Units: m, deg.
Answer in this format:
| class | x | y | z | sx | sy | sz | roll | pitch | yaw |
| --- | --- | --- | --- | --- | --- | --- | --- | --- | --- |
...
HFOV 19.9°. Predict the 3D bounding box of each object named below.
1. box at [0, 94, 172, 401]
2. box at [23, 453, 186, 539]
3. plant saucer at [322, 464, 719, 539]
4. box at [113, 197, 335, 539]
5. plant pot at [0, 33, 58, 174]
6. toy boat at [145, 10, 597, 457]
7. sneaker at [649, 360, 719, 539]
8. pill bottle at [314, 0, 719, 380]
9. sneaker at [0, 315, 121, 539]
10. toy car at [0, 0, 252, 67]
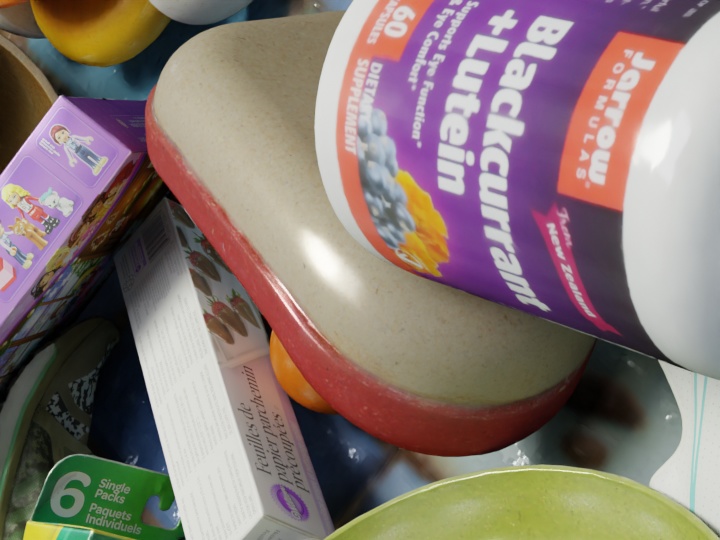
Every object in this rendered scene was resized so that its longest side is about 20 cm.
| class | x | y | z | sx | sy | sz | roll | pitch | yaw |
| --- | --- | --- | --- | --- | --- | --- | --- | --- | --- |
| box | -0.150 | 0.017 | 0.857 | 0.039 | 0.137 | 0.200 | 38 | 98 | 4 |
| box | -0.081 | 0.175 | 0.760 | 0.048 | 0.117 | 0.200 | -3 | 74 | 47 |
| plant saucer | 0.035 | 0.148 | 0.643 | 0.200 | 0.031 | 0.200 | -18 | 40 | 16 |
| box | -0.056 | 0.047 | 0.805 | 0.041 | 0.039 | 0.200 | -49 | 35 | 19 |
| plant pot | -0.250 | -0.065 | 0.971 | 0.187 | 0.186 | 0.200 | -59 | 33 | 9 |
| toy boat | 0.000 | 0.000 | 0.768 | 0.200 | 0.130 | 0.131 | 51 | 140 | 40 |
| sneaker | 0.132 | -0.002 | 0.670 | 0.080 | 0.070 | 0.201 | -3 | 74 | 43 |
| pill bottle | 0.089 | -0.032 | 0.594 | 0.200 | 0.111 | 0.112 | 19 | 88 | 47 |
| sneaker | -0.128 | 0.115 | 0.868 | 0.077 | 0.088 | 0.200 | 122 | 169 | -63 |
| toy car | -0.126 | -0.199 | 0.908 | 0.175 | 0.150 | 0.200 | 0 | 75 | 41 |
